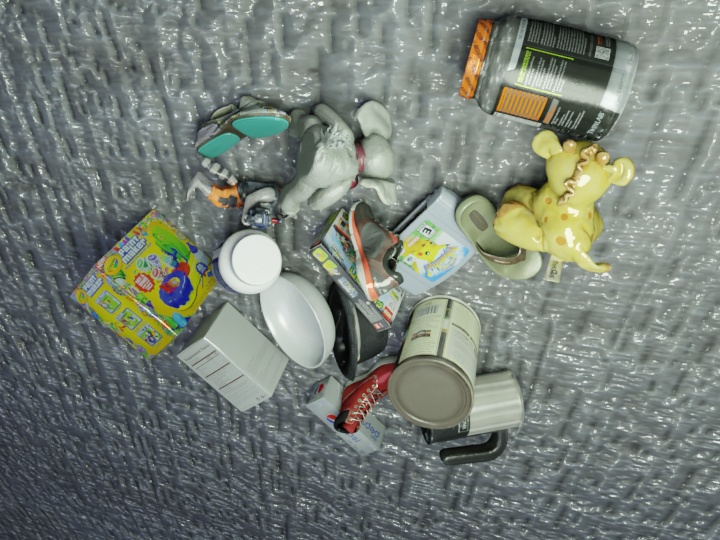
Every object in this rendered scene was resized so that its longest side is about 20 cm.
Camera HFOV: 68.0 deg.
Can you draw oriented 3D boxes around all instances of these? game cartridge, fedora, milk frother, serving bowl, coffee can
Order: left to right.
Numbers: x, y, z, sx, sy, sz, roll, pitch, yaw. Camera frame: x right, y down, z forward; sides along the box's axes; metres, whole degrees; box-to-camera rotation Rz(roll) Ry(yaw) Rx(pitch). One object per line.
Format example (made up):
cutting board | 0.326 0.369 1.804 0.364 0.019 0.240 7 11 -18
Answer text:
serving bowl | -0.116 0.090 1.064 0.199 0.065 0.203 28 133 35
fedora | -0.002 0.110 1.037 0.090 0.202 0.203 -9 130 -17
game cartridge | 0.119 -0.041 0.916 0.132 0.041 0.200 28 126 -26
coffee can | 0.139 0.158 0.961 0.144 0.201 0.149 7 120 13
milk frother | 0.203 0.271 1.090 0.185 0.201 0.183 -6 119 -7

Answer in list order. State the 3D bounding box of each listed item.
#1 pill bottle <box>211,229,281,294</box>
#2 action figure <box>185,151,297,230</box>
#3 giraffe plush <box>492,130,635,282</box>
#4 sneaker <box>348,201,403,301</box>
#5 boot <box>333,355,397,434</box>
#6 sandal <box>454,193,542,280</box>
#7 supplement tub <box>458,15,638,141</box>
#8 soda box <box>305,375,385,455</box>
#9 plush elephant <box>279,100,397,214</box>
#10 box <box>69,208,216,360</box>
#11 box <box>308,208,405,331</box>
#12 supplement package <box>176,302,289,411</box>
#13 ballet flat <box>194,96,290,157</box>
pill bottle | -0.202 -0.013 0.953 0.111 0.112 0.200 42 165 -15
action figure | -0.193 -0.127 0.906 0.190 0.200 0.107 12 90 -19
giraffe plush | 0.281 -0.107 0.730 0.169 0.201 0.164 7 126 2
sneaker | 0.032 -0.040 0.877 0.081 0.202 0.077 -18 141 10
boot | 0.025 0.273 1.131 0.072 0.145 0.199 43 125 -14
sandal | 0.224 -0.042 0.856 0.200 0.057 0.080 35 102 -30
supplement tub | 0.234 -0.251 0.688 0.197 0.123 0.124 17 129 5
soda box | -0.032 0.341 1.248 0.063 0.069 0.200 -31 111 35
plush elephant | -0.019 -0.172 0.825 0.153 0.168 0.199 5 176 -31
box | -0.412 0.025 1.052 0.192 0.201 0.121 43 127 -17
box | 0.000 0.000 0.956 0.034 0.111 0.201 -24 116 38
supplement package | -0.280 0.194 1.188 0.117 0.118 0.200 -31 111 34
ballet flat | -0.196 -0.244 0.866 0.198 0.072 0.073 -11 122 32
